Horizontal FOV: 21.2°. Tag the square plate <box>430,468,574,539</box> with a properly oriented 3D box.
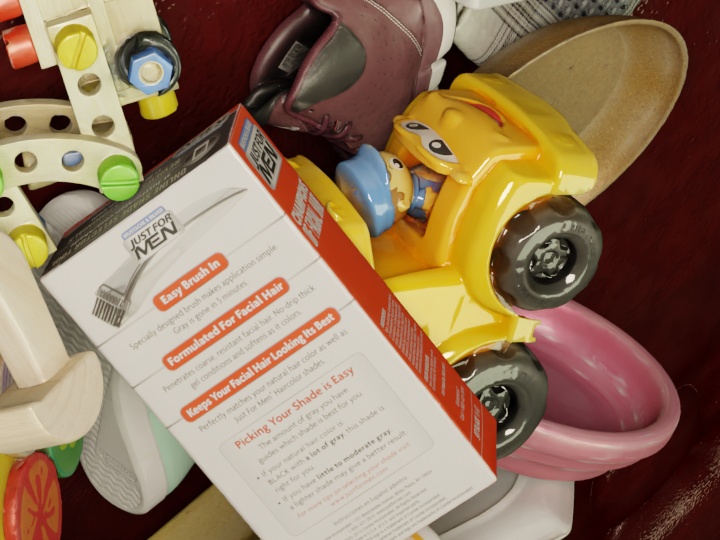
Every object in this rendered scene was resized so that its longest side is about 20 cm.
[{"bbox_3d":[0.046,0.150,1.214,0.198,0.029,0.200,-29,-165,18],"label":"square plate"}]

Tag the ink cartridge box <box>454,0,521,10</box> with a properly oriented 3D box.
[{"bbox_3d":[0.089,-0.244,0.949,0.146,0.083,0.201,-17,126,-42],"label":"ink cartridge box"}]

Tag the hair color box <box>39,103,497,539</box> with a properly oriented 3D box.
[{"bbox_3d":[-0.038,0.038,0.885,0.111,0.064,0.200,-34,108,15],"label":"hair color box"}]

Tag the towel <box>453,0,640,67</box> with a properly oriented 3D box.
[{"bbox_3d":[0.126,-0.193,1.121,0.193,0.035,0.200,-52,148,1],"label":"towel"}]

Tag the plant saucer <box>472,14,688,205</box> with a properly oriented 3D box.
[{"bbox_3d":[0.104,-0.086,1.151,0.200,0.035,0.200,-28,153,-16],"label":"plant saucer"}]

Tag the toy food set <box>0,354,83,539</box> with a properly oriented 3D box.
[{"bbox_3d":[-0.183,0.099,0.884,0.200,0.048,0.199,61,30,-63],"label":"toy food set"}]

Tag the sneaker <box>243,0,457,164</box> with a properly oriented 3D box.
[{"bbox_3d":[-0.015,-0.074,1.039,0.115,0.076,0.201,-20,126,-33],"label":"sneaker"}]

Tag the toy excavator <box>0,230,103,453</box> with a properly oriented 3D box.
[{"bbox_3d":[-0.182,-0.020,0.773,0.200,0.100,0.195,-1,80,-61],"label":"toy excavator"}]

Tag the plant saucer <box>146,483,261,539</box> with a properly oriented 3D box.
[{"bbox_3d":[-0.077,0.170,1.103,0.200,0.049,0.200,-39,-170,-19],"label":"plant saucer"}]

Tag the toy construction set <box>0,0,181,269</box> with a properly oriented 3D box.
[{"bbox_3d":[-0.148,-0.099,0.828,0.131,0.092,0.201,-18,134,-5],"label":"toy construction set"}]

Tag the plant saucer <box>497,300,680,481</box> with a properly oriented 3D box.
[{"bbox_3d":[0.096,0.066,1.186,0.200,0.200,0.051,-8,128,-48],"label":"plant saucer"}]

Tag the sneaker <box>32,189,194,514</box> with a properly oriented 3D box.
[{"bbox_3d":[-0.109,0.019,1.014,0.118,0.074,0.201,-45,143,-38],"label":"sneaker"}]

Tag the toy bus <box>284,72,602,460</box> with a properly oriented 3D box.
[{"bbox_3d":[0.000,0.000,0.967,0.191,0.136,0.201,5,116,-31],"label":"toy bus"}]

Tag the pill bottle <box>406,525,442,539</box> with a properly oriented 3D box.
[{"bbox_3d":[-0.044,0.201,0.940,0.200,0.112,0.112,-30,143,-41],"label":"pill bottle"}]
